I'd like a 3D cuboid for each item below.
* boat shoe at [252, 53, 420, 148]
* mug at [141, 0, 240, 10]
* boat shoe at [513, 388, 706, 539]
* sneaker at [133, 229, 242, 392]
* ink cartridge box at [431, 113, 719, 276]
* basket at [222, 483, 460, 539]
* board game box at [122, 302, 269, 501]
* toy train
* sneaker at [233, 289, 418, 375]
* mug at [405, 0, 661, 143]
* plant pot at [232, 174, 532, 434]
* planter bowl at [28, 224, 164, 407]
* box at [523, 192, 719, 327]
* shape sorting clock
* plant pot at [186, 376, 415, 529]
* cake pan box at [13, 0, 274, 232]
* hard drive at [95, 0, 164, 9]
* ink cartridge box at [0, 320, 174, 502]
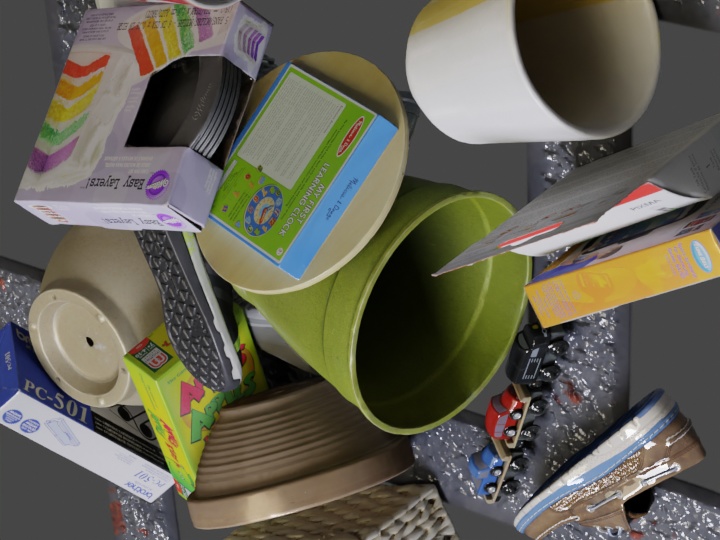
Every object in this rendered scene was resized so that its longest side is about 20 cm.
[{"bbox_3d":[-0.044,-0.137,1.712,0.201,0.074,0.065,19,85,29],"label":"boat shoe"},{"bbox_3d":[-0.175,-0.287,1.677,0.200,0.178,0.134,5,140,40],"label":"mug"},{"bbox_3d":[0.199,0.176,1.703,0.072,0.072,0.200,47,135,3],"label":"boat shoe"},{"bbox_3d":[-0.122,0.001,1.748,0.072,0.083,0.201,3,115,51],"label":"sneaker"},{"bbox_3d":[0.168,-0.038,1.504,0.161,0.200,0.050,-20,103,45],"label":"ink cartridge box"},{"bbox_3d":[-0.012,0.270,1.891,0.200,0.135,0.124,-7,107,41],"label":"basket"},{"bbox_3d":[-0.133,0.118,1.868,0.048,0.102,0.200,33,153,35],"label":"board game box"},{"bbox_3d":[0.126,0.119,1.741,0.034,0.046,0.200,-113,28,-45],"label":"toy train"},{"bbox_3d":[-0.021,0.053,1.820,0.200,0.075,0.082,17,142,37],"label":"sneaker"},{"bbox_3d":[0.118,-0.172,1.534,0.149,0.187,0.153,34,153,-29],"label":"mug"},{"bbox_3d":[0.000,0.000,1.690,0.193,0.200,0.201,28,131,39],"label":"plant pot"},{"bbox_3d":[-0.213,0.040,1.908,0.200,0.135,0.201,19,126,29],"label":"planter bowl"},{"bbox_3d":[0.226,-0.021,1.526,0.200,0.119,0.042,-22,101,44],"label":"box"},{"bbox_3d":[-0.046,-0.075,1.625,0.200,0.201,0.039,-3,155,40],"label":"shape sorting clock"},{"bbox_3d":[-0.060,0.148,1.816,0.200,0.201,0.093,-12,94,43],"label":"plant pot"},{"bbox_3d":[-0.172,-0.124,1.702,0.200,0.185,0.052,5,161,43],"label":"cake pan box"},{"bbox_3d":[-0.167,-0.213,1.791,0.132,0.026,0.201,7,119,36],"label":"hard drive"},{"bbox_3d":[-0.257,0.132,1.955,0.044,0.094,0.200,-40,129,20],"label":"ink cartridge box"}]
